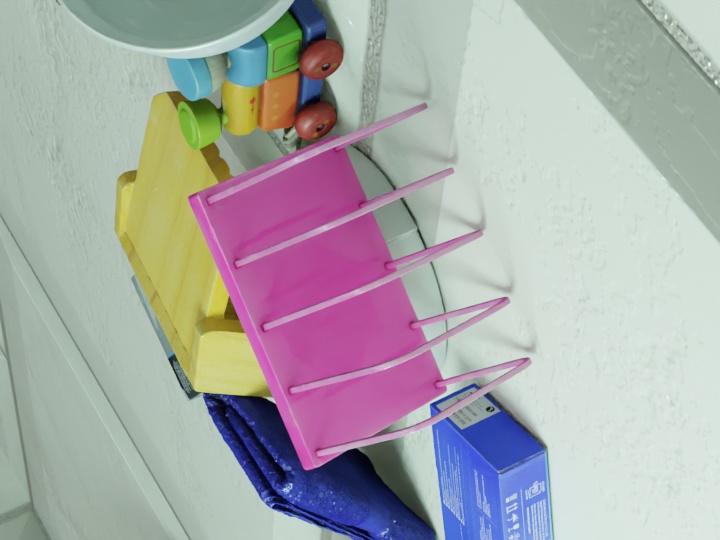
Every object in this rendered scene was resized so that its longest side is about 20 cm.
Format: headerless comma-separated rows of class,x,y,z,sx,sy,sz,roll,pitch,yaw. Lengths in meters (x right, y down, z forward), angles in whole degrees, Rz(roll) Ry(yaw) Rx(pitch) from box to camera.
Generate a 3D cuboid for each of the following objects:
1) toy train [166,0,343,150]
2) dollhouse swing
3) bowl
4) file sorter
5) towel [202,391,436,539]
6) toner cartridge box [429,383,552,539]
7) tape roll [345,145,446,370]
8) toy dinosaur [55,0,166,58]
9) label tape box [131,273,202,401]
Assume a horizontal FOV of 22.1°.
toy train,-0.086,-0.120,1.388,0.085,0.115,0.200,56,157,27
dollhouse swing,-0.095,-0.029,1.509,0.176,0.181,0.200,-59,43,28
bowl,-0.115,-0.226,1.275,0.201,0.201,0.090,59,177,19
file sorter,0.008,0.006,1.232,0.125,0.139,0.200,-20,95,48
towel,-0.037,0.173,1.535,0.200,0.050,0.148,34,-173,-44
toner cartridge box,0.100,0.190,1.366,0.095,0.043,0.200,45,151,47
tape roll,0.000,0.000,1.421,0.203,0.037,0.203,52,156,35
toy dinosaur,-0.154,-0.254,1.458,0.086,0.135,0.201,33,112,57
label tape box,-0.154,0.041,1.811,0.144,0.066,0.200,65,162,3
